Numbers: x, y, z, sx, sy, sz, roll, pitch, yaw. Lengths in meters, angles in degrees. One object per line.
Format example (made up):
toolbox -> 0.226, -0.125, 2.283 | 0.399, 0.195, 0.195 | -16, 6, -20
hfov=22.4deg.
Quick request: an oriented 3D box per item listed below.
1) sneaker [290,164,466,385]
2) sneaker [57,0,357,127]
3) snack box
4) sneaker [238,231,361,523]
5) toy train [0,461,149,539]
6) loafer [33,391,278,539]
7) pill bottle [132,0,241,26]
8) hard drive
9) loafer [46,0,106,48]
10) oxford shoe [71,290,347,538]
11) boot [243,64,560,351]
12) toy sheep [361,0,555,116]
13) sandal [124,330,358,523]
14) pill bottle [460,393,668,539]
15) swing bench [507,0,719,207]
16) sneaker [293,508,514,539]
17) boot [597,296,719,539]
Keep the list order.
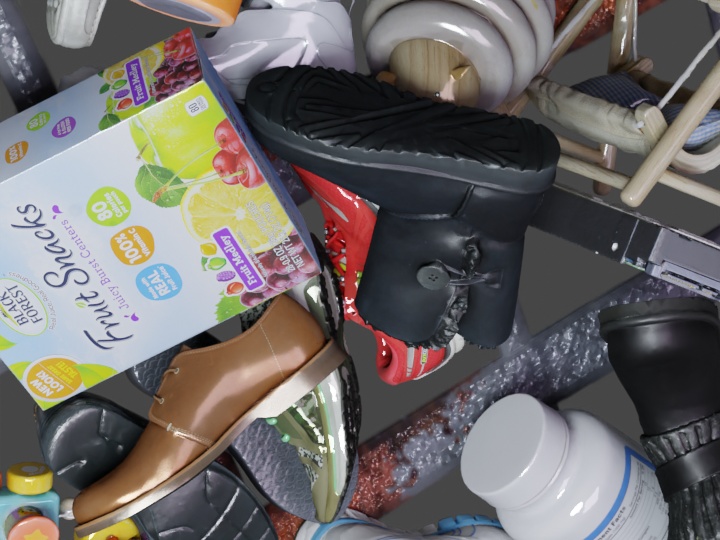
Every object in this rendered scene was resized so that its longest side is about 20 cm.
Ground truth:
sneaker -> 0.000, 0.000, 1.237 | 0.085, 0.077, 0.200 | -35, 116, -5
sneaker -> -0.091, -0.142, 1.149 | 0.200, 0.075, 0.115 | 2, 93, -19
snack box -> -0.149, -0.027, 1.099 | 0.200, 0.068, 0.169 | -26, 130, 6
sneaker -> -0.051, 0.074, 1.211 | 0.089, 0.077, 0.200 | -6, 105, 11
toy train -> -0.205, 0.217, 1.203 | 0.200, 0.056, 0.150 | 42, 83, -31
loafer -> -0.133, 0.137, 1.205 | 0.073, 0.072, 0.200 | -47, 120, -2
pill bottle -> -0.079, -0.243, 1.033 | 0.106, 0.106, 0.200 | 17, 86, -30
hard drive -> 0.196, -0.019, 1.258 | 0.140, 0.200, 0.038 | 19, 95, -30
loafer -> -0.136, -0.226, 1.099 | 0.070, 0.070, 0.200 | 19, 95, -22
oxford shoe -> -0.107, 0.089, 1.132 | 0.200, 0.071, 0.071 | -39, 95, -10
boot -> 0.014, -0.031, 1.139 | 0.200, 0.076, 0.168 | 12, 131, -3
toy sheep -> 0.067, -0.165, 1.192 | 0.138, 0.138, 0.200 | 44, 44, -30
sandal -> -0.077, 0.097, 1.248 | 0.200, 0.043, 0.076 | 43, 76, -21
pill bottle -> 0.171, 0.171, 1.354 | 0.200, 0.112, 0.112 | 35, 87, -30
swing bench -> 0.209, -0.140, 1.230 | 0.130, 0.199, 0.200 | 19, 95, -30
sneaker -> 0.054, 0.223, 1.323 | 0.200, 0.087, 0.075 | 6, 100, -30
boot -> 0.224, 0.113, 1.245 | 0.211, 0.079, 0.158 | 43, 38, -62
